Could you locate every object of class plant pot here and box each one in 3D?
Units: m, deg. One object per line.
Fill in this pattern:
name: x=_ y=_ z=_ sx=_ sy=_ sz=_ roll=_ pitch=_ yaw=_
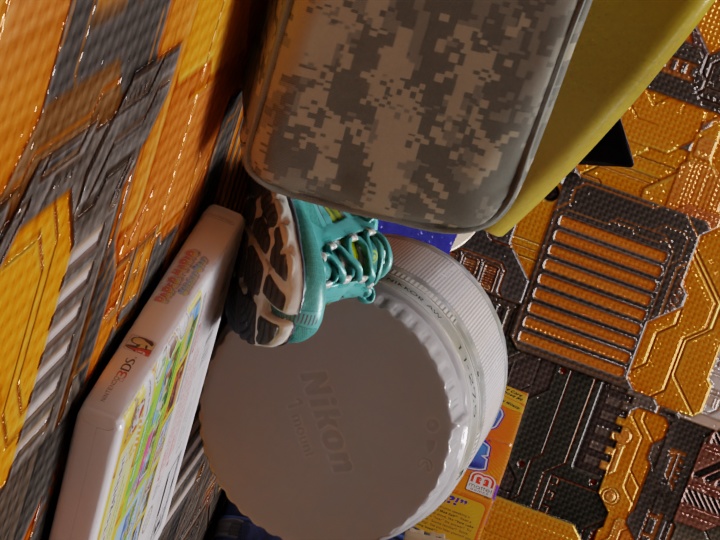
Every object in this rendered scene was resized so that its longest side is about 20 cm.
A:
plant pot: x=0.066 y=-0.133 z=1.192 sx=0.177 sy=0.199 sz=0.200 roll=-60 pitch=178 yaw=10

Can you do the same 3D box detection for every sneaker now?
sneaker: x=-0.022 y=-0.013 z=1.085 sx=0.200 sy=0.079 sz=0.078 roll=-88 pitch=-169 yaw=-74

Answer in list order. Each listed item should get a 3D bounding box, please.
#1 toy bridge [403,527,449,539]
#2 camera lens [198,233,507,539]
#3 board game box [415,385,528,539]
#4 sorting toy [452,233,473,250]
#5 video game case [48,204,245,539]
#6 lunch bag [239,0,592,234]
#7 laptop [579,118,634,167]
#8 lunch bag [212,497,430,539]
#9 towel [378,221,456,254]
toy bridge: x=0.019 y=0.236 z=1.231 sx=0.067 sy=0.027 sz=0.202 roll=-85 pitch=-175 yaw=-70
camera lens: x=-0.001 y=0.068 z=1.282 sx=0.200 sy=0.159 sz=0.161 roll=-37 pitch=146 yaw=-76
board game box: x=0.055 y=0.237 z=2.499 sx=0.200 sy=0.198 sz=0.201 roll=-64 pitch=173 yaw=-52
sorting toy: x=0.030 y=-0.039 z=1.718 sx=0.181 sy=0.106 sz=0.200 roll=-62 pitch=173 yaw=-14
video game case: x=-0.108 y=0.095 z=1.009 sx=0.182 sy=0.023 sz=0.201 roll=-64 pitch=173 yaw=-57
lunch bag: x=0.028 y=-0.145 z=1.001 sx=0.168 sy=0.138 sz=0.201 roll=-92 pitch=-164 yaw=-55
laptop: x=0.124 y=-0.183 z=1.542 sx=0.200 sy=0.115 sz=0.189 roll=-64 pitch=138 yaw=-61
lunch bag: x=-0.019 y=0.234 z=1.580 sx=0.136 sy=0.198 sz=0.133 roll=80 pitch=27 yaw=-71
towel: x=0.023 y=-0.083 z=1.435 sx=0.148 sy=0.049 sz=0.201 roll=54 pitch=44 yaw=-37
